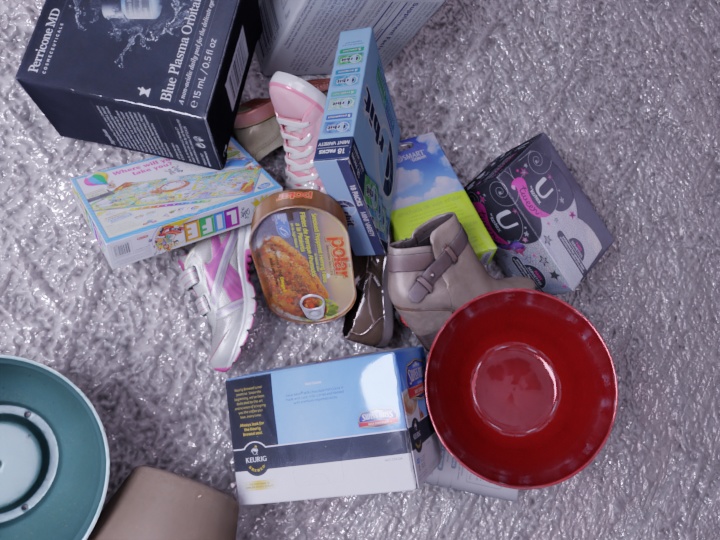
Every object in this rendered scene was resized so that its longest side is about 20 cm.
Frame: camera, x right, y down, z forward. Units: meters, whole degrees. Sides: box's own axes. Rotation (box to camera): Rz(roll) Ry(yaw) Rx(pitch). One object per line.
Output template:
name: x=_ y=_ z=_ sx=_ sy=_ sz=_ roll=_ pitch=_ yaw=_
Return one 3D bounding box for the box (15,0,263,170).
box: x=-0.229 y=-0.242 z=0.669 sx=0.196 sy=0.118 sz=0.201 roll=11 pitch=74 yaw=0

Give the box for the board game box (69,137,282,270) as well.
board game box: x=-0.204 y=-0.084 z=0.684 sx=0.197 sy=0.035 sz=0.134 roll=-22 pitch=47 yaw=-27

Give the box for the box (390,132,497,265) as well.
box: x=0.085 y=-0.086 z=0.822 sx=0.120 sy=0.048 sz=0.203 roll=-16 pitch=63 yaw=-14

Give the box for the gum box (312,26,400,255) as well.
gum box: x=0.003 y=-0.150 z=0.724 sx=0.044 sy=0.171 sz=0.203 roll=-2 pitch=58 yaw=15

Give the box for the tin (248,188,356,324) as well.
tin: x=-0.062 y=-0.011 z=0.700 sx=0.109 sy=0.202 sz=0.042 roll=-2 pitch=49 yaw=3

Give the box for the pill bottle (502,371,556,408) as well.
pill bottle: x=0.241 y=0.139 z=0.832 sx=0.114 sy=0.113 sz=0.200 roll=56 pitch=39 yaw=-6

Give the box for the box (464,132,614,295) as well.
box: x=0.260 y=-0.076 z=0.914 sx=0.132 sy=0.114 sz=0.201 roll=-41 pitch=98 yaw=-27

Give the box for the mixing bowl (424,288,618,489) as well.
mixing bowl: x=0.174 y=0.130 z=0.678 sx=0.196 sy=0.108 sz=0.205 roll=-3 pitch=77 yaw=13

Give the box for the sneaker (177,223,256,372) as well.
sneaker: x=-0.170 y=0.015 z=0.708 sx=0.086 sy=0.081 sz=0.204 roll=5 pitch=71 yaw=-21

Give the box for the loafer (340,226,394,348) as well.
loafer: x=0.000 y=0.000 z=0.792 sx=0.070 sy=0.073 sz=0.205 roll=-2 pitch=80 yaw=-26

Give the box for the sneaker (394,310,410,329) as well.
sneaker: x=0.125 y=0.046 z=0.829 sx=0.198 sy=0.079 sz=0.098 roll=14 pitch=89 yaw=-41

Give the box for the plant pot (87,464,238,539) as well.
plant pot: x=-0.199 y=0.290 z=0.577 sx=0.198 sy=0.200 sz=0.177 roll=28 pitch=61 yaw=-19

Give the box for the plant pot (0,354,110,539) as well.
plant pot: x=-0.337 y=0.182 z=0.554 sx=0.196 sy=0.134 sz=0.205 roll=5 pitch=78 yaw=-25

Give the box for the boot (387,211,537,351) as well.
boot: x=0.123 y=0.001 z=0.733 sx=0.198 sy=0.070 sz=0.149 roll=-27 pitch=111 yaw=-23

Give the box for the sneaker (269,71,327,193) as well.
sneaker: x=-0.064 y=-0.141 z=0.749 sx=0.106 sy=0.074 sz=0.200 roll=-61 pitch=147 yaw=-14

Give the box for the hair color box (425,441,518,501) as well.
hair color box: x=0.122 y=0.238 z=0.813 sx=0.197 sy=0.060 sz=0.101 roll=19 pitch=71 yaw=-23

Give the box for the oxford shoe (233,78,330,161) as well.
oxford shoe: x=-0.084 y=-0.204 z=0.807 sx=0.198 sy=0.070 sz=0.075 roll=-30 pitch=121 yaw=-30

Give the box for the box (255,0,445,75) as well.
box: x=-0.023 y=-0.348 z=0.789 sx=0.197 sy=0.183 sz=0.107 roll=-11 pitch=83 yaw=-28

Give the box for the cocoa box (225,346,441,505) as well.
cocoa box: x=-0.026 y=0.163 z=0.661 sx=0.133 sy=0.196 sz=0.134 roll=13 pitch=67 yaw=-70
